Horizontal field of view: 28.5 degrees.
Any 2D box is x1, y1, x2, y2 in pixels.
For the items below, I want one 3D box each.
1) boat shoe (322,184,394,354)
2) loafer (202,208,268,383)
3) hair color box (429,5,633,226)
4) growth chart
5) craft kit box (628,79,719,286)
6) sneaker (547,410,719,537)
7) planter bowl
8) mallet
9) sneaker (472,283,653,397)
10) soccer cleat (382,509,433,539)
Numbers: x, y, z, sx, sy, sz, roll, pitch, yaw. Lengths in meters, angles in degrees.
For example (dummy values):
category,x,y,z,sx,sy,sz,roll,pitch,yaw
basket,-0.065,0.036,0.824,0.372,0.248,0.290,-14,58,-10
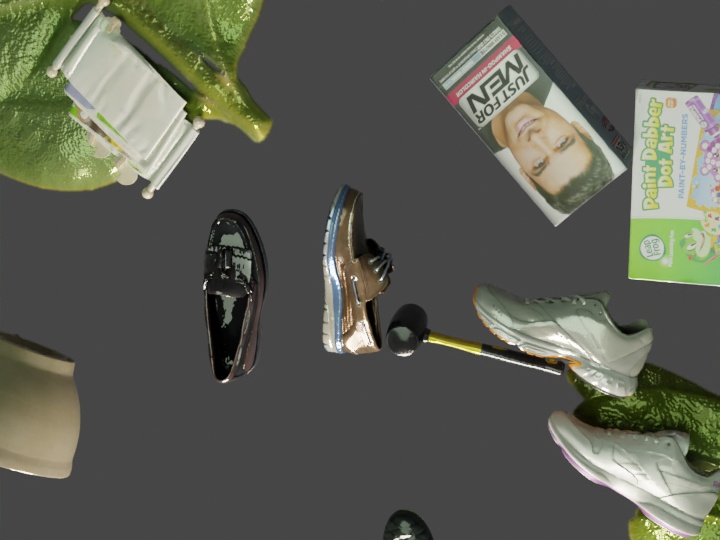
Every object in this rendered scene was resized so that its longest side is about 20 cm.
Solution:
category,x,y,z,sx,sy,sz,roll,pitch,yaw
boat shoe,0.000,0.000,1.560,0.071,0.072,0.202,8,121,12
loafer,-0.147,0.033,1.623,0.071,0.063,0.202,6,111,17
hair color box,0.175,-0.157,1.439,0.099,0.061,0.200,-40,93,27
growth chart,-0.271,-0.191,1.611,0.144,0.018,0.200,-39,93,28
craft kit box,0.368,-0.083,1.407,0.195,0.048,0.202,6,111,21
sneaker,0.297,0.198,1.531,0.199,0.075,0.100,32,98,6
planter bowl,-0.421,0.151,1.710,0.198,0.200,0.136,21,88,11
mallet,0.126,0.080,1.562,0.197,0.066,0.042,11,115,0
sneaker,0.217,0.049,1.500,0.198,0.076,0.093,26,108,1
soccer cleat,0.053,0.380,1.668,0.067,0.081,0.202,6,111,17
